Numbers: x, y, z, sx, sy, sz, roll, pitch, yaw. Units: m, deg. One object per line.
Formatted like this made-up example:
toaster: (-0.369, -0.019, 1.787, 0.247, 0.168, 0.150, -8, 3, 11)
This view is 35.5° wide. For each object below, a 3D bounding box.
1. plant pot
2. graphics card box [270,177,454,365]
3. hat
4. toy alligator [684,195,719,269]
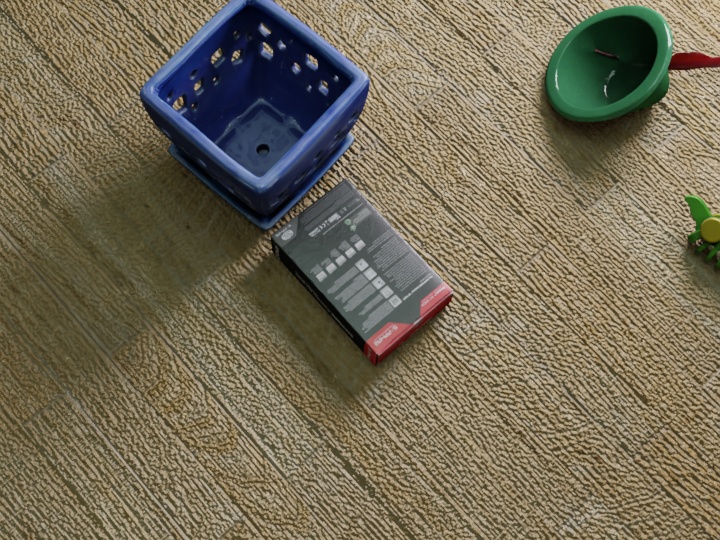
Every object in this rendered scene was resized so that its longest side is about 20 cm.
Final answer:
plant pot: (-0.122, -0.178, 1.349, 0.200, 0.180, 0.200, 39, 72, 13)
graphics card box: (0.000, 0.000, 1.349, 0.125, 0.051, 0.200, -39, 75, -15)
hat: (0.369, -0.234, 1.471, 0.199, 0.176, 0.167, -7, 64, 37)
toy alligator: (0.463, -0.013, 1.366, 0.200, 0.059, 0.054, 41, 115, 13)
